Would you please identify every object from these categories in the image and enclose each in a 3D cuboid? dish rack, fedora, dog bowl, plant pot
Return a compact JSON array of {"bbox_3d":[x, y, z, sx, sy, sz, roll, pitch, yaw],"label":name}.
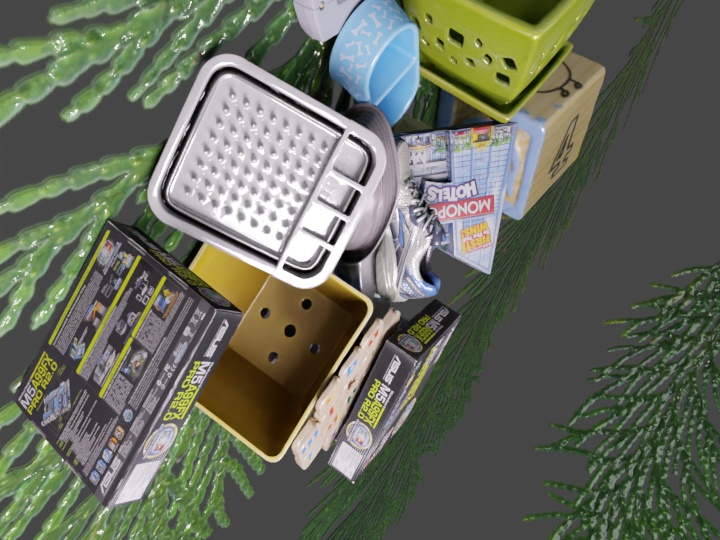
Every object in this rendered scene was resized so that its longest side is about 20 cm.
[{"bbox_3d":[-0.090,-0.095,0.635,0.174,0.198,0.044,-61,-162,10],"label":"dish rack"},{"bbox_3d":[-0.038,-0.096,0.743,0.089,0.180,0.200,-4,164,-24],"label":"fedora"},{"bbox_3d":[0.023,-0.233,0.760,0.112,0.049,0.200,-49,165,-8],"label":"dog bowl"},{"bbox_3d":[0.177,-0.324,0.822,0.200,0.198,0.182,-47,160,-21],"label":"plant pot"},{"bbox_3d":[-0.105,0.072,0.772,0.202,0.198,0.176,-57,171,1],"label":"plant pot"}]

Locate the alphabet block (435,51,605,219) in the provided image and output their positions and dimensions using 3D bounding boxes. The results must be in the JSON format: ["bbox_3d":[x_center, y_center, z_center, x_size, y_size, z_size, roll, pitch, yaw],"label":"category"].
[{"bbox_3d":[0.253,-0.245,1.060,0.200,0.194,0.198,-43,154,-30],"label":"alphabet block"}]

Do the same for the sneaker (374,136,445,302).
[{"bbox_3d":[0.065,-0.060,0.774,0.077,0.084,0.204,-33,121,-55],"label":"sneaker"}]

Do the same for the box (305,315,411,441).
[{"bbox_3d":[0.012,0.164,1.025,0.203,0.085,0.164,-69,161,-1],"label":"box"}]

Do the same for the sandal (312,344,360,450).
[{"bbox_3d":[-0.036,0.169,0.861,0.082,0.054,0.202,-48,163,-38],"label":"sandal"}]

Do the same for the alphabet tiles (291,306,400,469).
[{"bbox_3d":[-0.014,0.138,0.755,0.201,0.014,0.197,-52,164,-23],"label":"alphabet tiles"}]

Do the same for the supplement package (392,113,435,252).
[{"bbox_3d":[0.073,-0.108,0.968,0.202,0.116,0.117,-59,154,3],"label":"supplement package"}]

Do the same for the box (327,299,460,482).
[{"bbox_3d":[0.045,0.151,0.824,0.160,0.044,0.202,-28,147,-59],"label":"box"}]

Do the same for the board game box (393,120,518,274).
[{"bbox_3d":[0.115,-0.089,0.868,0.196,0.062,0.204,-11,107,-17],"label":"board game box"}]

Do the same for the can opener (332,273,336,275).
[{"bbox_3d":[-0.073,0.097,0.994,0.202,0.066,0.053,-58,155,0],"label":"can opener"}]

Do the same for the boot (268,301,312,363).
[{"bbox_3d":[-0.099,0.151,0.958,0.200,0.068,0.131,-48,130,-4],"label":"boot"}]

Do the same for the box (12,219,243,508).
[{"bbox_3d":[-0.217,0.081,0.588,0.202,0.159,0.044,-60,154,5],"label":"box"}]

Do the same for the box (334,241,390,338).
[{"bbox_3d":[0.000,0.000,0.868,0.047,0.122,0.204,-7,104,-18],"label":"box"}]

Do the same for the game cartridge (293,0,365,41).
[{"bbox_3d":[-0.019,-0.336,0.620,0.133,0.041,0.202,-38,150,-29],"label":"game cartridge"}]

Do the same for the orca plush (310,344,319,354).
[{"bbox_3d":[-0.045,0.121,1.071,0.201,0.071,0.106,-49,155,-18],"label":"orca plush"}]
